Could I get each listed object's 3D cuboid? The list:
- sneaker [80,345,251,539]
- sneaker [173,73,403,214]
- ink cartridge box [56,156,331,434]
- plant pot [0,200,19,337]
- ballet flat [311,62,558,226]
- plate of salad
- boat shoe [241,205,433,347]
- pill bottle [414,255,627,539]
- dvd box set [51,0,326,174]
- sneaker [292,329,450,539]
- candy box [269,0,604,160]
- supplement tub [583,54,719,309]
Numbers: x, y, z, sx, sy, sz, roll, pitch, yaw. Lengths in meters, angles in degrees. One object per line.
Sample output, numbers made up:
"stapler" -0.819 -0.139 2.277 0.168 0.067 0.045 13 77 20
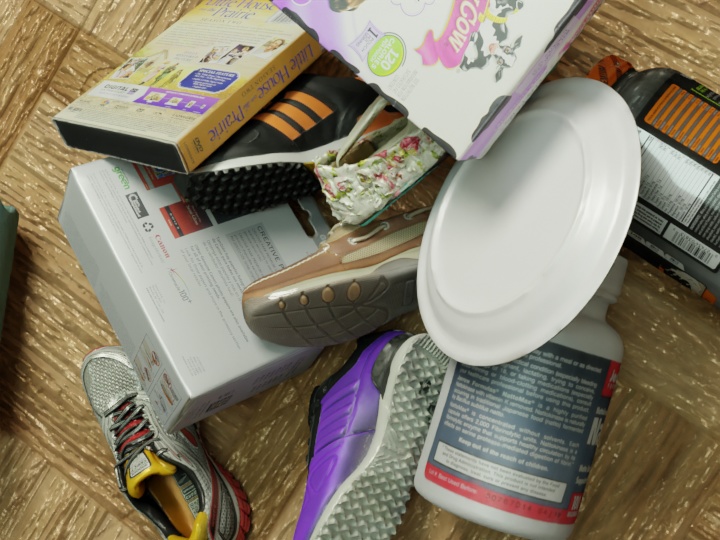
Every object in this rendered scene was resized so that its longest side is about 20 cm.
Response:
"sneaker" -0.164 0.141 0.862 0.078 0.082 0.200 -42 74 9
"sneaker" -0.058 -0.108 0.827 0.199 0.070 0.091 -15 69 -24
"ink cartridge box" -0.113 -0.003 0.843 0.175 0.084 0.201 -22 74 -31
"plant pot" -0.382 0.026 0.893 0.198 0.200 0.198 7 79 18
"ballet flat" 0.046 -0.108 0.749 0.200 0.076 0.064 -39 108 15
"plate of salad" 0.109 -0.030 0.698 0.200 0.048 0.201 -38 39 39
"boat shoe" 0.000 0.000 0.803 0.198 0.076 0.072 -14 51 -24
"pill bottle" 0.120 0.077 0.760 0.119 0.119 0.202 16 90 18
"dvd box set" -0.120 -0.153 0.824 0.145 0.030 0.200 14 49 36
"sneaker" -0.008 0.135 0.813 0.099 0.069 0.201 12 69 47
"candy box" 0.047 -0.196 0.672 0.200 0.071 0.168 41 107 10
"supplement tub" 0.231 -0.058 0.738 0.199 0.122 0.123 36 95 18
